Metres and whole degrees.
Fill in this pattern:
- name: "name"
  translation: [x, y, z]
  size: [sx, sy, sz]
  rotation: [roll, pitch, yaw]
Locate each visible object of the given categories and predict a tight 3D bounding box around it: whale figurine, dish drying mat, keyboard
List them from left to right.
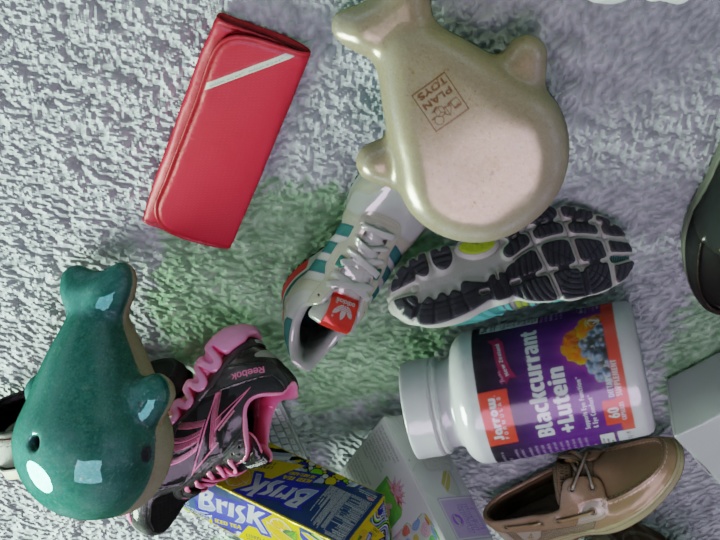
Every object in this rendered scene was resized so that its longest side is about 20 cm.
- name: "whale figurine"
  translation: [-0.220, 0.096, 1.102]
  size: [0.158, 0.202, 0.103]
  rotation: [-1, 179, 36]
- name: "dish drying mat"
  translation: [-0.105, -0.099, 1.056]
  size: [0.076, 0.018, 0.201]
  rotation: [16, 128, -13]
- name: "keyboard"
  translation: [-0.084, 0.155, 1.275]
  size: [0.056, 0.011, 0.201]
  rotation: [-12, 129, 11]
- name: "whale figurine"
  translation: [0.064, -0.119, 0.999]
  size: [0.159, 0.104, 0.201]
  rotation: [-35, 99, 13]

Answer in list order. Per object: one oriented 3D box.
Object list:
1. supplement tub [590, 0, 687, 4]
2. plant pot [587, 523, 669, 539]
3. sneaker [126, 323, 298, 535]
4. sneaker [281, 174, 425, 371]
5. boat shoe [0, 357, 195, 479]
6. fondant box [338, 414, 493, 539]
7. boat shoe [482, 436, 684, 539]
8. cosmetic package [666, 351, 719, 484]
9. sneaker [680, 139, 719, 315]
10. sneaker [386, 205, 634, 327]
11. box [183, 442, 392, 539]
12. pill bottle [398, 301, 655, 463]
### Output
- name: "supplement tub"
  translation: [0.118, -0.245, 0.845]
  size: [0.198, 0.145, 0.145]
  rotation: [13, 130, -9]
- name: "plant pot"
  translation: [0.239, 0.341, 1.323]
  size: [0.198, 0.200, 0.174]
  rotation: [24, 111, -18]
- name: "sneaker"
  translation: [-0.122, 0.148, 1.165]
  size: [0.201, 0.095, 0.079]
  rotation: [-58, 156, 7]
- name: "sneaker"
  translation: [-0.001, 0.000, 1.087]
  size: [0.070, 0.094, 0.200]
  rotation: [26, 126, -19]
- name: "boat shoe"
  translation: [-0.239, 0.119, 1.206]
  size: [0.200, 0.074, 0.063]
  rotation: [-20, 120, 12]
- name: "fondant box"
  translation: [0.022, 0.247, 1.257]
  size: [0.058, 0.145, 0.201]
  rotation: [1, 138, -37]
- name: "boat shoe"
  translation: [0.201, 0.201, 1.266]
  size: [0.199, 0.072, 0.064]
  rotation: [-35, 122, 28]
- name: "cosmetic package"
  translation: [0.369, 0.100, 1.178]
  size: [0.199, 0.074, 0.102]
  rotation: [-30, 123, 26]
- name: "sneaker"
  translation: [0.293, -0.023, 1.052]
  size: [0.074, 0.107, 0.201]
  rotation: [1, 130, 0]
- name: "sneaker"
  translation: [0.117, 0.001, 1.112]
  size: [0.198, 0.078, 0.080]
  rotation: [-12, 166, 1]
- name: "box"
  translation: [-0.071, 0.202, 1.215]
  size: [0.199, 0.064, 0.071]
  rotation: [20, 138, 32]
- name: "pill bottle"
  translation: [0.137, 0.098, 1.154]
  size: [0.198, 0.112, 0.112]
  rotation: [-12, 129, 11]
